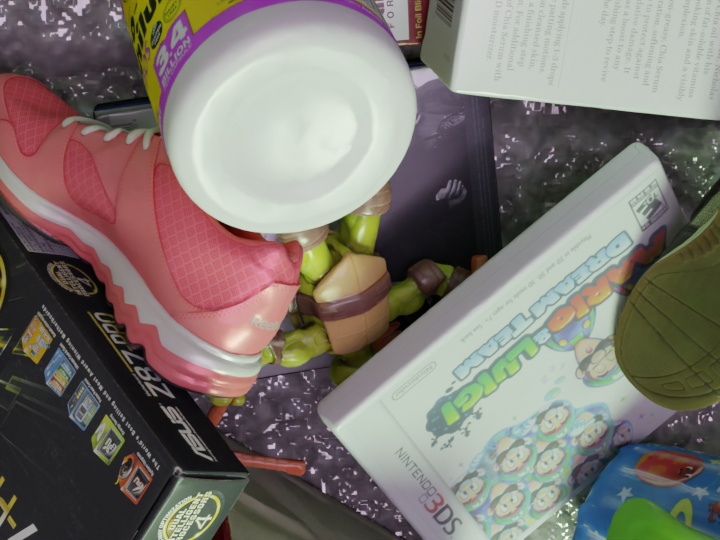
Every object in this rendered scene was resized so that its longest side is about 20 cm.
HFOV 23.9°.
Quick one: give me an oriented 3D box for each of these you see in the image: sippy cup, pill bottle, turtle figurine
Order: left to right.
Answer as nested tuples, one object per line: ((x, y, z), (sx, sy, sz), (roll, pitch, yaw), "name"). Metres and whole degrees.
((-0.050, -0.114, 0.739), (0.103, 0.201, 0.105), (-10, 131, -12), "pill bottle")
((0.000, 0.000, 0.830), (0.198, 0.064, 0.163), (-19, 123, -19), "turtle figurine")
((0.184, 0.154, 0.886), (0.140, 0.129, 0.179), (-44, 137, -32), "sippy cup")

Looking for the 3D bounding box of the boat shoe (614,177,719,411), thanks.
((0.185, -0.010, 0.790), (0.072, 0.066, 0.202), (39, 138, 13), "boat shoe")

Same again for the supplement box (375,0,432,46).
((0.086, -0.172, 0.827), (0.198, 0.061, 0.110), (-6, 107, -8), "supplement box")

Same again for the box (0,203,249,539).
((-0.152, 0.087, 0.777), (0.049, 0.200, 0.162), (9, 121, -48), "box")

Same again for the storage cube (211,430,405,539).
((-0.053, 0.214, 0.849), (0.199, 0.171, 0.181), (33, 97, -17), "storage cube")

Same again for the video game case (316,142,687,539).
((0.093, 0.054, 0.859), (0.199, 0.024, 0.182), (-39, 138, -3), "video game case")

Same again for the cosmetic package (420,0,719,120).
((0.135, -0.128, 0.779), (0.198, 0.071, 0.103), (5, 108, -12), "cosmetic package")

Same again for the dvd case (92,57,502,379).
((-0.027, -0.023, 0.866), (0.198, 0.025, 0.152), (-9, 107, -8), "dvd case")

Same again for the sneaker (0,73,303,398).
((-0.096, -0.037, 0.775), (0.200, 0.074, 0.087), (45, 110, 21), "sneaker")
